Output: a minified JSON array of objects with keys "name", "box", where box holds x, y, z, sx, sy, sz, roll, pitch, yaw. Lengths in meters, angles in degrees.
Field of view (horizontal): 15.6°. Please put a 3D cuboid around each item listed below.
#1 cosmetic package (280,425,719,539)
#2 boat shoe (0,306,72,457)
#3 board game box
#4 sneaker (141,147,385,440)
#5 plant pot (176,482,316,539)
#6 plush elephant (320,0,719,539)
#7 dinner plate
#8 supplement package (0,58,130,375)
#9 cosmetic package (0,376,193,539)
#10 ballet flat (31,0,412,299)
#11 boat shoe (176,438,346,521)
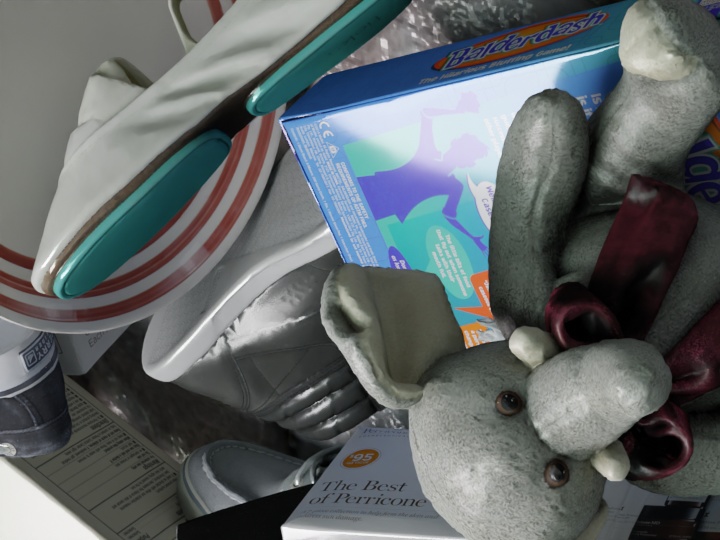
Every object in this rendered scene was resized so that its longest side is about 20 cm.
[{"name":"cosmetic package","box":[0.077,0.100,0.985,0.198,0.083,0.051,1,114,24]},{"name":"boat shoe","box":[-0.211,0.051,1.112,0.198,0.072,0.068,-1,120,23]},{"name":"board game box","box":[0.085,-0.018,0.983,0.199,0.045,0.153,-10,114,37]},{"name":"sneaker","box":[0.000,0.000,1.127,0.099,0.071,0.200,28,129,-25]},{"name":"plant pot","box":[0.046,0.188,1.093,0.200,0.176,0.200,62,-174,-20]},{"name":"plush elephant","box":[0.078,0.032,0.883,0.165,0.155,0.200,49,131,-6]},{"name":"dinner plate","box":[-0.113,-0.075,1.060,0.024,0.200,0.201,11,129,47]},{"name":"supplement package","box":[-0.174,-0.076,1.146,0.150,0.152,0.201,-3,120,32]},{"name":"cosmetic package","box":[-0.169,0.100,1.289,0.200,0.103,0.073,38,115,12]},{"name":"ballet flat","box":[-0.065,-0.074,1.037,0.070,0.200,0.069,48,-179,-1]},{"name":"boat shoe","box":[-0.001,0.118,1.233,0.200,0.070,0.072,27,128,26]}]
